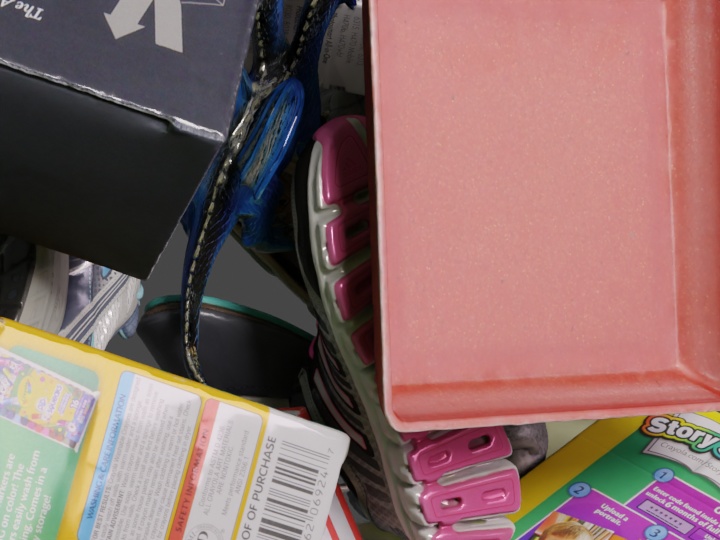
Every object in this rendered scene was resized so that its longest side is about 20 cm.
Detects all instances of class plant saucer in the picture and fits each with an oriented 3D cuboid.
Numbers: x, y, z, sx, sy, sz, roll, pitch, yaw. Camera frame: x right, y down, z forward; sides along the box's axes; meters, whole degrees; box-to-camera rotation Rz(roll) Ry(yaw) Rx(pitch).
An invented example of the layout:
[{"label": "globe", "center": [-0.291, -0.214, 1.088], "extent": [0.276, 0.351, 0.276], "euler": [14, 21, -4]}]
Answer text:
[{"label": "plant saucer", "center": [0.076, -0.037, 1.261], "extent": [0.199, 0.037, 0.202], "euler": [-2, 88, -36]}]

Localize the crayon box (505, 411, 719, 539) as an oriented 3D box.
[{"label": "crayon box", "center": [0.147, 0.149, 1.322], "extent": [0.172, 0.199, 0.059], "euler": [-33, 133, -30]}]

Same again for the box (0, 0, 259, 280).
[{"label": "box", "center": [-0.139, -0.132, 1.165], "extent": [0.195, 0.118, 0.201], "euler": [19, 57, -10]}]

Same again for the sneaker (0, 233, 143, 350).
[{"label": "sneaker", "center": [-0.126, -0.016, 1.262], "extent": [0.086, 0.077, 0.201], "euler": [49, 51, -44]}]

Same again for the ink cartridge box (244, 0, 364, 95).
[{"label": "ink cartridge box", "center": [0.002, -0.143, 1.363], "extent": [0.067, 0.198, 0.116], "euler": [102, -2, -54]}]

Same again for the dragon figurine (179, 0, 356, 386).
[{"label": "dragon figurine", "center": [-0.051, -0.055, 1.269], "extent": [0.100, 0.059, 0.201], "euler": [76, 37, -64]}]

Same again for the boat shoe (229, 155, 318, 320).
[{"label": "boat shoe", "center": [0.000, 0.000, 1.348], "extent": [0.199, 0.074, 0.063], "euler": [34, 16, 9]}]

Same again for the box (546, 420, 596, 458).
[{"label": "box", "center": [0.131, 0.174, 1.425], "extent": [0.200, 0.175, 0.097], "euler": [-58, 147, -46]}]

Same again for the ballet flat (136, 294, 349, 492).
[{"label": "ballet flat", "center": [-0.027, 0.065, 1.361], "extent": [0.200, 0.073, 0.074], "euler": [23, 61, -51]}]

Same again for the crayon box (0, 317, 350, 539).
[{"label": "crayon box", "center": [-0.110, 0.096, 1.168], "extent": [0.199, 0.051, 0.127], "euler": [21, 80, -33]}]

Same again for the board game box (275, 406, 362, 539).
[{"label": "board game box", "center": [-0.050, 0.181, 1.271], "extent": [0.151, 0.046, 0.201], "euler": [-32, 104, -35]}]

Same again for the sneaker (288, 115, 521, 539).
[{"label": "sneaker", "center": [0.003, 0.031, 1.283], "extent": [0.074, 0.087, 0.201], "euler": [-28, 108, -33]}]

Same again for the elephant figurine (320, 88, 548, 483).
[{"label": "elephant figurine", "center": [0.054, -0.011, 1.449], "extent": [0.155, 0.141, 0.201], "euler": [-29, 100, -32]}]
